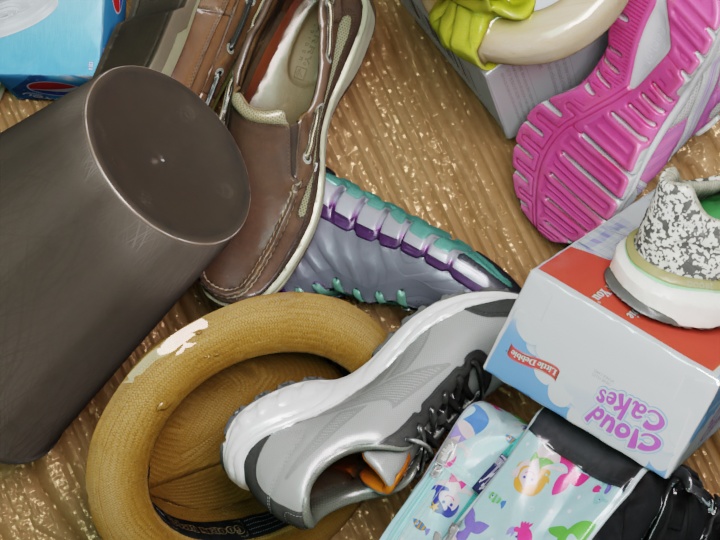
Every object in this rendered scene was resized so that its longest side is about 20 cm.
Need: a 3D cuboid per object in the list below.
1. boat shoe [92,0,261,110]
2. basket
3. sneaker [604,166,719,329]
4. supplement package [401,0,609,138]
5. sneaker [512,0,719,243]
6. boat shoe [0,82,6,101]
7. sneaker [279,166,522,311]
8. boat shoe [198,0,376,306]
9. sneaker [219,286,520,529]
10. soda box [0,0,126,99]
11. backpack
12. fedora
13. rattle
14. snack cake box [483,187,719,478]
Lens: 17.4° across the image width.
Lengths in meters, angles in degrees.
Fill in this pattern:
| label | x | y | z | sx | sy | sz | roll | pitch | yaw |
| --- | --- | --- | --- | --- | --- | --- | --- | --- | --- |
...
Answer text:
| label | x | y | z | sx | sy | sz | roll | pitch | yaw |
| --- | --- | --- | --- | --- | --- | --- | --- | --- | --- |
| boat shoe | -0.093 | -0.160 | 1.412 | 0.072 | 0.068 | 0.200 | 5 | 59 | 46 |
| basket | -0.167 | -0.016 | 1.312 | 0.200 | 0.136 | 0.180 | -37 | 73 | 36 |
| sneaker | 0.226 | -0.026 | 1.211 | 0.200 | 0.089 | 0.077 | -9 | 41 | -23 |
| supplement package | 0.126 | -0.192 | 1.360 | 0.200 | 0.117 | 0.117 | -36 | 71 | 0 |
| sneaker | 0.164 | -0.093 | 1.343 | 0.081 | 0.088 | 0.200 | 52 | 128 | 21 |
| boat shoe | -0.292 | -0.077 | 1.417 | 0.201 | 0.066 | 0.072 | -45 | 78 | -2 |
| sneaker | 0.000 | 0.000 | 1.378 | 0.200 | 0.074 | 0.088 | 30 | 95 | 21 |
| boat shoe | -0.055 | -0.080 | 1.329 | 0.075 | 0.075 | 0.202 | 14 | 84 | 21 |
| sneaker | 0.025 | 0.080 | 1.290 | 0.200 | 0.074 | 0.079 | -30 | 48 | -16 |
| soda box | -0.178 | -0.206 | 1.427 | 0.068 | 0.064 | 0.200 | 2 | 80 | 6 |
| backpack | 0.091 | 0.179 | 1.279 | 0.151 | 0.178 | 0.200 | 25 | 84 | 31 |
| fedora | -0.074 | 0.085 | 1.341 | 0.201 | 0.201 | 0.082 | -47 | 40 | -3 |
| rattle | 0.108 | -0.204 | 1.235 | 0.200 | 0.143 | 0.130 | -25 | 47 | 12 |
| snack cake box | 0.165 | 0.028 | 1.276 | 0.115 | 0.200 | 0.067 | 33 | 117 | 16 |
